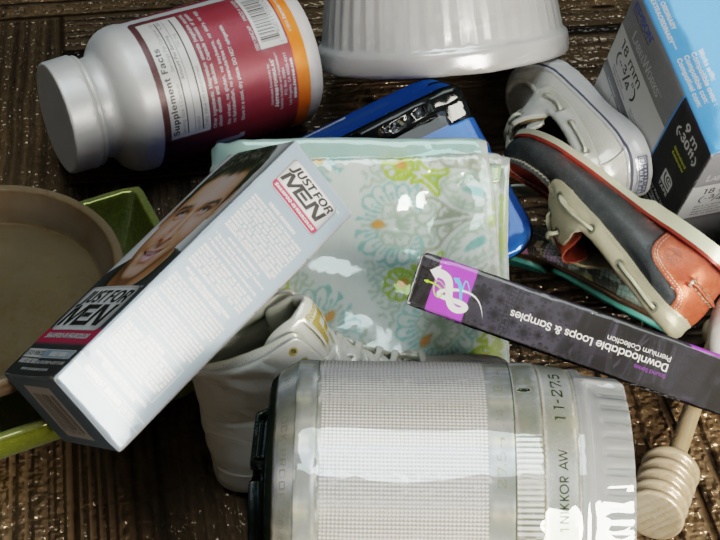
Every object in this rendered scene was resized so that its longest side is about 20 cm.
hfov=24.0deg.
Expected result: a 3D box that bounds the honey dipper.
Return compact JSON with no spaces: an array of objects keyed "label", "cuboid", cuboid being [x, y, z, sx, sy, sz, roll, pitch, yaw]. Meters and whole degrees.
[{"label":"honey dipper","cuboid":[0.209,0.089,1.074,0.038,0.038,0.200,14,40,16]}]

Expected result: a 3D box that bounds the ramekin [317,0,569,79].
[{"label":"ramekin","cuboid":[0.061,-0.212,1.337,0.201,0.095,0.202,-5,14,1]}]

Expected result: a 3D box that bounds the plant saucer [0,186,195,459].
[{"label":"plant saucer","cuboid":[-0.205,0.044,1.107,0.199,0.048,0.200,-18,42,-16]}]

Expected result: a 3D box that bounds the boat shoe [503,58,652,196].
[{"label":"boat shoe","cuboid":[0.141,-0.103,1.264,0.069,0.071,0.200,-11,31,-16]}]

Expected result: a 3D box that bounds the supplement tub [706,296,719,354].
[{"label":"supplement tub","cuboid":[0.328,0.021,1.085,0.132,0.133,0.200,32,47,32]}]

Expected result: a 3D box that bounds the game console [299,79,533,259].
[{"label":"game console","cuboid":[-0.001,-0.039,1.200,0.199,0.119,0.171,-26,12,-2]}]

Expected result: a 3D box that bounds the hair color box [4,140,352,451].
[{"label":"hair color box","cuboid":[-0.107,0.013,0.997,0.200,0.061,0.099,-46,19,-22]}]

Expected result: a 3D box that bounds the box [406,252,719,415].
[{"label":"box","cuboid":[0.129,0.039,0.997,0.199,0.036,0.143,18,0,6]}]

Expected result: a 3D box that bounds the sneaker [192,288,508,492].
[{"label":"sneaker","cuboid":[-0.004,0.062,1.013,0.199,0.116,0.074,-13,36,1]}]

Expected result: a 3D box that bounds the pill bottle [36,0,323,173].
[{"label":"pill bottle","cuboid":[-0.138,-0.142,1.291,0.199,0.113,0.113,-18,43,-22]}]

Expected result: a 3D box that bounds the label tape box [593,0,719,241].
[{"label":"label tape box","cuboid":[0.233,-0.126,1.175,0.063,0.200,0.145,-10,63,-15]}]

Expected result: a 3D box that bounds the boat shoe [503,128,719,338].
[{"label":"boat shoe","cuboid":[0.154,-0.028,1.096,0.063,0.071,0.200,-52,49,2]}]

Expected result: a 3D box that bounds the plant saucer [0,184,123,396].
[{"label":"plant saucer","cuboid":[-0.249,0.017,1.084,0.199,0.030,0.201,-2,40,2]}]

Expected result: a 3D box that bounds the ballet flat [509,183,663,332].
[{"label":"ballet flat","cuboid":[0.142,-0.020,1.173,0.199,0.072,0.069,22,-1,28]}]

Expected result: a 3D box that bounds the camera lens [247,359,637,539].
[{"label":"camera lens","cuboid":[0.041,0.130,0.924,0.199,0.161,0.160,1,39,0]}]

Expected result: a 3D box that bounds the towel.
[{"label":"towel","cuboid":[0.000,0.000,1.102,0.199,0.048,0.172,0,77,-1]}]
